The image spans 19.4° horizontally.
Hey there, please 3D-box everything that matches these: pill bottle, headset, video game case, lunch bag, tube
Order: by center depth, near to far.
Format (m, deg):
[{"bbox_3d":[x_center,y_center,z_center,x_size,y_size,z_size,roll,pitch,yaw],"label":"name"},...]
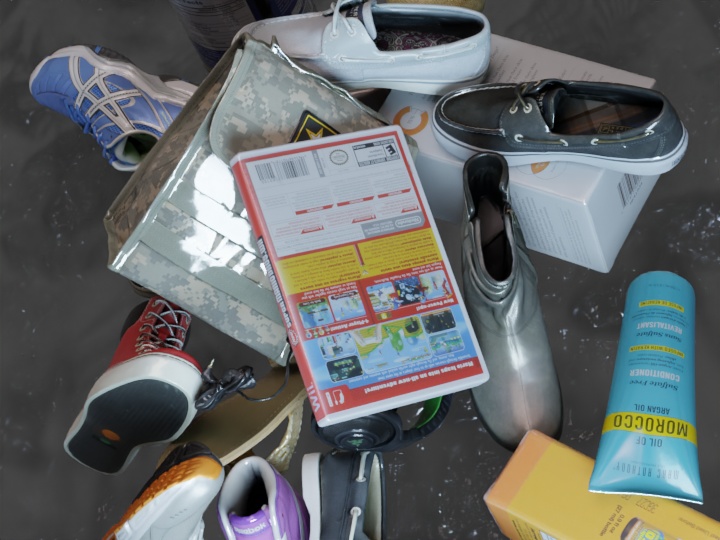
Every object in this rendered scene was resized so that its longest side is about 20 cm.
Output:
[{"bbox_3d":[0.206,0.086,1.490,0.077,0.051,0.201,3,43,10],"label":"tube"},{"bbox_3d":[0.000,0.000,1.500,0.142,0.017,0.201,-12,76,-32],"label":"video game case"},{"bbox_3d":[-0.022,0.076,1.526,0.094,0.199,0.124,-31,69,42],"label":"headset"},{"bbox_3d":[-0.071,-0.059,1.576,0.201,0.163,0.118,-54,21,14],"label":"lunch bag"},{"bbox_3d":[-0.113,-0.253,1.768,0.111,0.200,0.113,-9,54,13],"label":"pill bottle"}]

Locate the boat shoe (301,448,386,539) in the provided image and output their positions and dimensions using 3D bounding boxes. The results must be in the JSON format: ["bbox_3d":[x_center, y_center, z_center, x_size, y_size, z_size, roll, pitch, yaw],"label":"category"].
[{"bbox_3d":[-0.003,0.206,1.493,0.060,0.076,0.201,-13,52,7],"label":"boat shoe"}]

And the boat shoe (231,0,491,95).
[{"bbox_3d":[0.002,-0.178,1.597,0.199,0.072,0.070,2,52,-6],"label":"boat shoe"}]

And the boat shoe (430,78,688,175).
[{"bbox_3d":[0.142,-0.115,1.553,0.198,0.057,0.069,7,60,23],"label":"boat shoe"}]

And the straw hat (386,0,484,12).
[{"bbox_3d":[0.061,-0.226,1.720,0.199,0.201,0.086,-6,78,15],"label":"straw hat"}]

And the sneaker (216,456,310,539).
[{"bbox_3d":[-0.068,0.227,1.480,0.072,0.115,0.202,-15,55,7],"label":"sneaker"}]

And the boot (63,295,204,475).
[{"bbox_3d":[-0.152,0.061,1.590,0.072,0.200,0.145,31,61,-13],"label":"boot"}]

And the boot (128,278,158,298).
[{"bbox_3d":[-0.113,-0.076,1.672,0.202,0.154,0.074,-27,47,-4],"label":"boot"}]

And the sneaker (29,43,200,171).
[{"bbox_3d":[-0.209,-0.134,1.798,0.199,0.076,0.077,17,59,29],"label":"sneaker"}]

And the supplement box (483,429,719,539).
[{"bbox_3d":[0.186,0.186,1.450,0.199,0.069,0.067,25,68,33],"label":"supplement box"}]

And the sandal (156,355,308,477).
[{"bbox_3d":[-0.065,0.119,1.586,0.077,0.070,0.212,0,33,39],"label":"sandal"}]

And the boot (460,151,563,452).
[{"bbox_3d":[0.100,0.025,1.529,0.067,0.131,0.202,-11,70,3],"label":"boot"}]

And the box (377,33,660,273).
[{"bbox_3d":[0.124,-0.099,1.645,0.199,0.098,0.125,20,65,28],"label":"box"}]

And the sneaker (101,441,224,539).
[{"bbox_3d":[-0.132,0.200,1.494,0.092,0.200,0.076,36,42,-3],"label":"sneaker"}]

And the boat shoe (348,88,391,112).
[{"bbox_3d":[-0.030,-0.137,1.747,0.198,0.076,0.072,-17,48,-3],"label":"boat shoe"}]
